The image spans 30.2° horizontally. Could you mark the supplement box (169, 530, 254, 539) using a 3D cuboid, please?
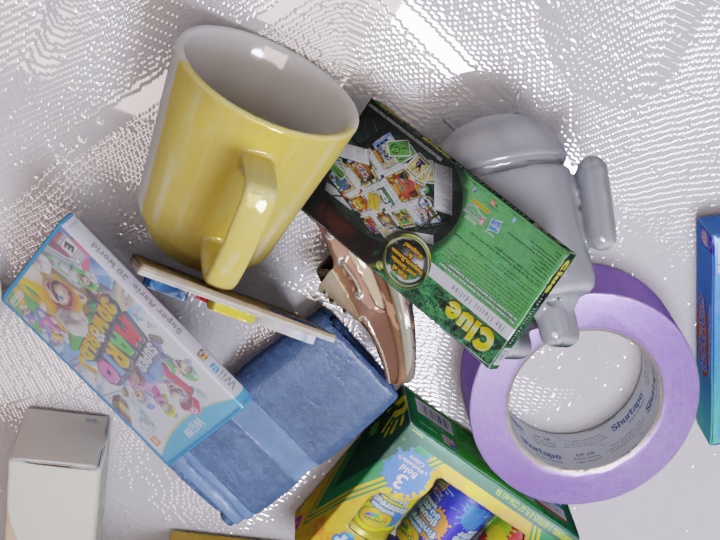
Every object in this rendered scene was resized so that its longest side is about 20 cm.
[{"bbox_3d":[-0.114,0.329,1.154,0.129,0.201,0.105,8,112,-6],"label":"supplement box"}]

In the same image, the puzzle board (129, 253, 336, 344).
[{"bbox_3d":[-0.106,0.023,1.031,0.149,0.200,0.018,21,89,-12],"label":"puzzle board"}]

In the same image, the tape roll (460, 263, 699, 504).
[{"bbox_3d":[0.187,0.099,1.152,0.196,0.066,0.203,-1,114,-3],"label":"tape roll"}]

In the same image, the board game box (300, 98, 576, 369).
[{"bbox_3d":[0.054,-0.029,0.997,0.199,0.023,0.105,41,102,22],"label":"board game box"}]

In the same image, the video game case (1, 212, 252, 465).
[{"bbox_3d":[-0.191,0.061,1.072,0.200,0.018,0.143,46,138,-6],"label":"video game case"}]

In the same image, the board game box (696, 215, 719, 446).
[{"bbox_3d":[0.369,0.046,1.153,0.149,0.045,0.203,-6,113,-2],"label":"board game box"}]

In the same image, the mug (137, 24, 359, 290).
[{"bbox_3d":[-0.105,-0.077,1.005,0.148,0.186,0.154,34,118,9],"label":"mug"}]

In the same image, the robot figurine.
[{"bbox_3d":[0.117,-0.035,1.043,0.167,0.113,0.203,-15,81,15],"label":"robot figurine"}]

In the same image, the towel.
[{"bbox_3d":[-0.071,0.127,1.155,0.199,0.049,0.112,-38,108,13],"label":"towel"}]

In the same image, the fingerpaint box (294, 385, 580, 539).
[{"bbox_3d":[0.066,0.231,1.194,0.199,0.074,0.167,36,106,-17],"label":"fingerpaint box"}]

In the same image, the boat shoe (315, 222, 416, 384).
[{"bbox_3d":[0.000,0.000,1.098,0.071,0.076,0.203,-13,104,6],"label":"boat shoe"}]

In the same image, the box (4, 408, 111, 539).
[{"bbox_3d":[-0.266,0.232,1.162,0.076,0.095,0.203,6,111,-6],"label":"box"}]
